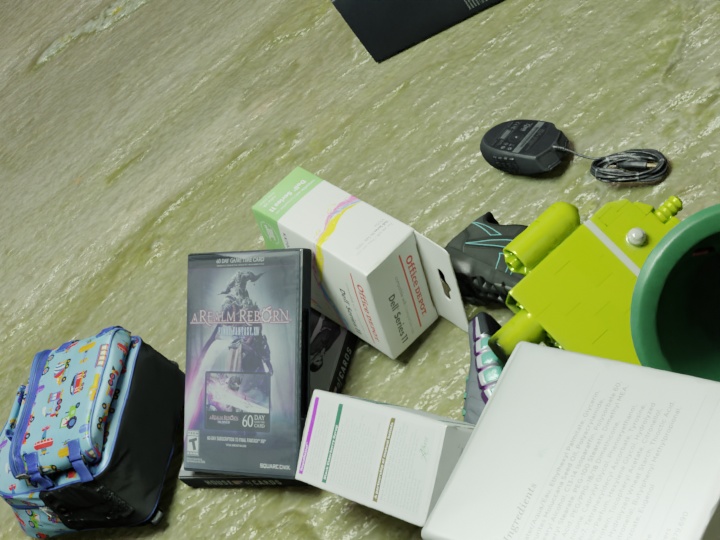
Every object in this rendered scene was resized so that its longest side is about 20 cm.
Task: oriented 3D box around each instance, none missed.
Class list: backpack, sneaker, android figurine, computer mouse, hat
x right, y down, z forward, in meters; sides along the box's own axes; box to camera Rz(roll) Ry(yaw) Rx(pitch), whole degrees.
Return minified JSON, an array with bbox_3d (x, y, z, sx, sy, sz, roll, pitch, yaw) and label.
[{"bbox_3d":[-0.281,0.163,1.382,0.199,0.135,0.184,-16,46,32],"label":"backpack"},{"bbox_3d":[0.099,0.123,1.159,0.087,0.074,0.201,-32,42,19],"label":"sneaker"},{"bbox_3d":[0.202,0.024,1.128,0.200,0.041,0.182,-39,75,-10],"label":"android figurine"},{"bbox_3d":[0.196,-0.103,1.316,0.199,0.034,0.059,17,50,40],"label":"computer mouse"},{"bbox_3d":[0.144,-0.001,1.228,0.079,0.076,0.199,-49,41,-12],"label":"sneaker"},{"bbox_3d":[0.292,0.010,1.111,0.198,0.167,0.176,-8,13,0],"label":"hat"}]

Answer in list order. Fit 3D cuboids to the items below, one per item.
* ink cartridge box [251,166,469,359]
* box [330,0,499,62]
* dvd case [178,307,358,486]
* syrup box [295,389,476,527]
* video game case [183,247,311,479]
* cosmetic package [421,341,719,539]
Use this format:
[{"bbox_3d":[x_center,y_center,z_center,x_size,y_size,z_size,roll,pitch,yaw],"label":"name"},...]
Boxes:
[{"bbox_3d":[0.000,0.000,1.284,0.067,0.118,0.199,-41,48,-22],"label":"ink cartridge box"},{"bbox_3d":[0.064,-0.366,1.590,0.181,0.104,0.201,-23,44,20],"label":"box"},{"bbox_3d":[-0.082,0.112,1.348,0.149,0.025,0.201,-6,52,35],"label":"dvd case"},{"bbox_3d":[0.033,0.150,1.129,0.199,0.078,0.082,8,84,59],"label":"syrup box"},{"bbox_3d":[-0.103,0.083,1.279,0.142,0.019,0.202,-2,87,38],"label":"video game case"},{"bbox_3d":[0.184,0.173,0.972,0.199,0.165,0.166,11,62,42],"label":"cosmetic package"}]
